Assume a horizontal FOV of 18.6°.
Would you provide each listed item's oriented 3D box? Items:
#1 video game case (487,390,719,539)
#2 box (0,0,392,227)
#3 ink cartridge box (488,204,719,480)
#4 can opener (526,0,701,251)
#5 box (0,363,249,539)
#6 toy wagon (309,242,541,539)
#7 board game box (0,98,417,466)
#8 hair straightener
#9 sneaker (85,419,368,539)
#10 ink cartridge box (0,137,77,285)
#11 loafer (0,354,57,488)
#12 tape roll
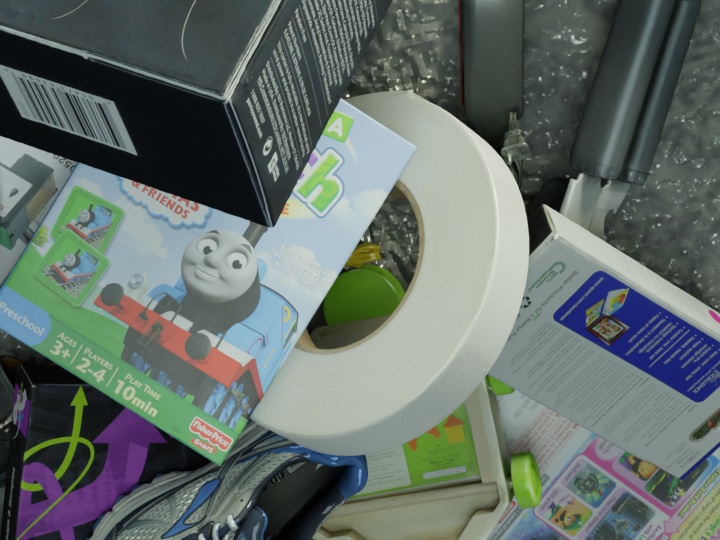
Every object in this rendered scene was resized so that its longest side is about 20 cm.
[{"bbox_3d":[0.154,0.111,1.326,0.181,0.024,0.200,35,105,-10],"label":"video game case"},{"bbox_3d":[-0.097,-0.157,1.085,0.199,0.124,0.198,19,67,19],"label":"box"},{"bbox_3d":[0.144,0.045,1.246,0.199,0.037,0.095,31,116,-30],"label":"ink cartridge box"},{"bbox_3d":[0.134,-0.071,1.244,0.066,0.052,0.202,30,106,37],"label":"can opener"},{"bbox_3d":[-0.136,0.153,1.274,0.142,0.036,0.202,0,110,-24],"label":"box"},{"bbox_3d":[0.018,0.079,1.296,0.154,0.040,0.202,-10,97,15],"label":"toy wagon"},{"bbox_3d":[-0.085,-0.021,1.173,0.151,0.037,0.201,32,91,-5],"label":"board game box"},{"bbox_3d":[0.071,-0.067,1.238,0.041,0.077,0.202,2,109,-4],"label":"hair straightener"},{"bbox_3d":[-0.078,0.147,1.229,0.200,0.085,0.077,-41,120,-3],"label":"sneaker"},{"bbox_3d":[-0.217,-0.086,1.235,0.146,0.084,0.200,39,104,-11],"label":"ink cartridge box"},{"bbox_3d":[-0.204,0.081,1.295,0.198,0.073,0.073,-15,119,-5],"label":"loafer"},{"bbox_3d":[0.000,0.000,1.210,0.203,0.203,0.037,-43,141,14],"label":"tape roll"}]
